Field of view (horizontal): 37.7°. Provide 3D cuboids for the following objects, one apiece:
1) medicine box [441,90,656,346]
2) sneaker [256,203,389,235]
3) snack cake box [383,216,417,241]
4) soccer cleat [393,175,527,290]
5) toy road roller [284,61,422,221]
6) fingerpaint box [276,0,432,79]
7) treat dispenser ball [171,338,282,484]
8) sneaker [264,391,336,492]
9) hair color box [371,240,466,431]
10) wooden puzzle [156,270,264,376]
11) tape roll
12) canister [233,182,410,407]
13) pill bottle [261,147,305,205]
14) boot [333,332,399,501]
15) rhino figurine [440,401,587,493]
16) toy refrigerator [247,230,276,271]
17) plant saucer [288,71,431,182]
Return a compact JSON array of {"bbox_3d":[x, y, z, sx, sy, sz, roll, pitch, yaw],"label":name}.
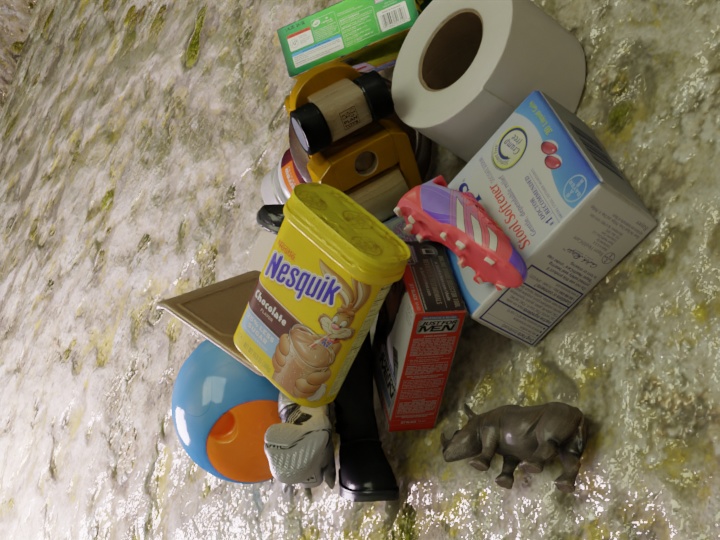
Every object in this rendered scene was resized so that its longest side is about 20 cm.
[{"bbox_3d":[0.189,-0.057,1.156,0.200,0.102,0.183,-47,38,23],"label":"medicine box"},{"bbox_3d":[-0.050,-0.086,1.450,0.197,0.073,0.083,3,103,19],"label":"sneaker"},{"bbox_3d":[0.000,0.000,1.294,0.115,0.199,0.068,-37,85,36],"label":"snack cake box"},{"bbox_3d":[0.114,-0.046,1.108,0.076,0.067,0.199,-41,39,-13],"label":"soccer cleat"},{"bbox_3d":[-0.019,-0.162,1.315,0.122,0.202,0.146,-27,33,-9],"label":"toy road roller"},{"bbox_3d":[0.012,-0.322,1.438,0.198,0.166,0.074,-18,87,23],"label":"fingerpaint box"},{"bbox_3d":[-0.145,0.173,1.370,0.200,0.199,0.203,-30,47,39],"label":"treat dispenser ball"},{"bbox_3d":[-0.063,0.215,1.209,0.200,0.074,0.117,-87,-9,-70],"label":"sneaker"},{"bbox_3d":[0.060,0.077,1.195,0.112,0.063,0.202,-106,19,-44],"label":"hair color box"},{"bbox_3d":[-0.128,0.067,1.322,0.198,0.184,0.038,26,116,27],"label":"wooden puzzle"},{"bbox_3d":[0.153,-0.236,1.279,0.202,0.138,0.205,-29,49,40],"label":"tape roll"},{"bbox_3d":[-0.048,0.029,1.153,0.148,0.086,0.202,39,119,25],"label":"canister"},{"bbox_3d":[-0.046,-0.146,1.508,0.199,0.113,0.116,-32,47,38],"label":"pill bottle"},{"bbox_3d":[0.002,0.154,1.216,0.165,0.065,0.203,177,93,-76],"label":"boot"},{"bbox_3d":[0.153,0.176,1.096,0.199,0.060,0.088,-8,44,51],"label":"rhino figurine"},{"bbox_3d":[-0.076,-0.003,1.496,0.199,0.075,0.071,12,79,54],"label":"toy refrigerator"},{"bbox_3d":[0.004,-0.178,1.395,0.032,0.197,0.203,132,151,-68],"label":"plant saucer"}]
